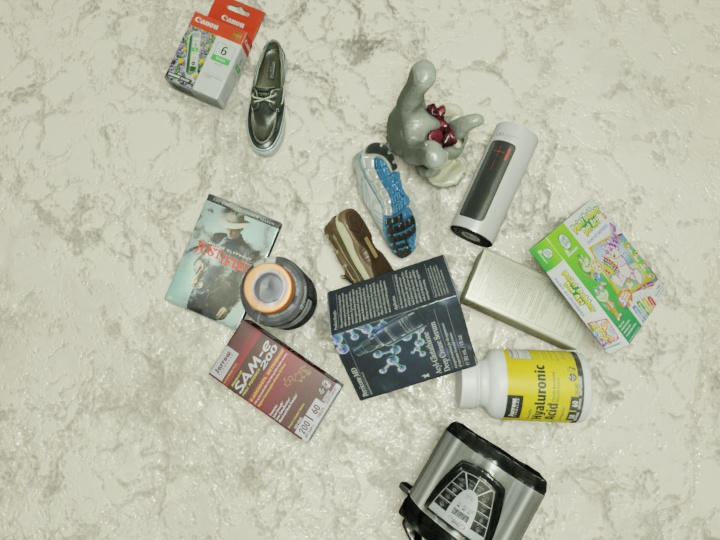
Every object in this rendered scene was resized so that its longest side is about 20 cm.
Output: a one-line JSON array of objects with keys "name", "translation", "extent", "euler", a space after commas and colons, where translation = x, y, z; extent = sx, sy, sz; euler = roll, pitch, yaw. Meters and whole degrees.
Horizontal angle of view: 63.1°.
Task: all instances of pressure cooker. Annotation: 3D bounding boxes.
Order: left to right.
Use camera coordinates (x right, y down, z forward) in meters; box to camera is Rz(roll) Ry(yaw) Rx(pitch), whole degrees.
[{"name": "pressure cooker", "translation": [0.164, 0.356, 0.878], "extent": [0.178, 0.176, 0.202], "euler": [34, 85, -19]}]

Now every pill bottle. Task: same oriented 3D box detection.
[{"name": "pill bottle", "translation": [-0.128, 0.037, 0.922], "extent": [0.104, 0.200, 0.108], "euler": [0, 82, 1]}, {"name": "pill bottle", "translation": [0.255, 0.182, 0.937], "extent": [0.196, 0.111, 0.113], "euler": [2, 82, 3]}]

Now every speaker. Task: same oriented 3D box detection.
[{"name": "speaker", "translation": [0.228, -0.147, 0.997], "extent": [0.080, 0.081, 0.202], "euler": [25, 84, 5]}]

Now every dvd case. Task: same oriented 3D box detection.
[{"name": "dvd case", "translation": [-0.238, -0.016, 1.023], "extent": [0.144, 0.022, 0.203], "euler": [22, 83, 4]}]

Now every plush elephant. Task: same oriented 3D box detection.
[{"name": "plush elephant", "translation": [0.130, -0.231, 0.981], "extent": [0.152, 0.200, 0.168], "euler": [-8, 83, -23]}]

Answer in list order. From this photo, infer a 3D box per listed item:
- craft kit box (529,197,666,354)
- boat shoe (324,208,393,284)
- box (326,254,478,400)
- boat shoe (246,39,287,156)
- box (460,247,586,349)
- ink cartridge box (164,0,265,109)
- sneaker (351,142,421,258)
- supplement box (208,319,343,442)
[{"name": "craft kit box", "translation": [0.383, 0.000, 0.935], "extent": [0.199, 0.049, 0.198], "euler": [-31, 79, -42]}, {"name": "boat shoe", "translation": [0.003, -0.002, 0.999], "extent": [0.074, 0.074, 0.205], "euler": [-24, 92, 37]}, {"name": "box", "translation": [0.064, 0.090, 0.912], "extent": [0.197, 0.108, 0.150], "euler": [-18, 125, 7]}, {"name": "boat shoe", "translation": [-0.169, -0.307, 1.033], "extent": [0.071, 0.071, 0.204], "euler": [2, 83, 2]}, {"name": "box", "translation": [0.273, 0.049, 0.970], "extent": [0.198, 0.078, 0.096], "euler": [26, 83, 5]}, {"name": "ink cartridge box", "translation": [-0.260, -0.408, 1.060], "extent": [0.108, 0.050, 0.203], "euler": [22, 84, 4]}, {"name": "sneaker", "translation": [0.040, -0.118, 1.008], "extent": [0.074, 0.086, 0.203], "euler": [-26, 105, -25]}, {"name": "supplement box", "translation": [-0.138, 0.181, 0.974], "extent": [0.198, 0.061, 0.110], "euler": [32, 85, 6]}]
